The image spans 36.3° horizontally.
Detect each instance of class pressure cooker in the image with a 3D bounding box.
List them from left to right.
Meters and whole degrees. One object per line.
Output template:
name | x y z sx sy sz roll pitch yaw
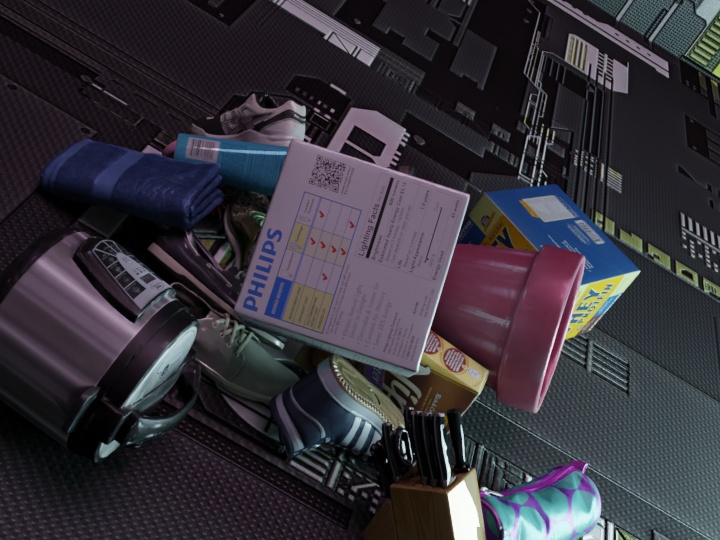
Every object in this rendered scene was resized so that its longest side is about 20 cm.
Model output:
pressure cooker | -0.245 0.078 1.029 0.199 0.179 0.176 36 63 4

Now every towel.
towel | -0.270 -0.107 1.303 0.198 0.049 0.112 15 31 12

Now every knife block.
knife block | 0.087 0.237 1.104 0.200 0.176 0.064 44 35 16

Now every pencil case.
pencil case | 0.183 0.273 1.221 0.085 0.093 0.199 11 10 43

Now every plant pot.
plant pot | 0.161 0.051 1.341 0.178 0.201 0.200 18 30 14

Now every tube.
tube | -0.133 -0.129 1.370 0.198 0.078 0.050 10 8 -4

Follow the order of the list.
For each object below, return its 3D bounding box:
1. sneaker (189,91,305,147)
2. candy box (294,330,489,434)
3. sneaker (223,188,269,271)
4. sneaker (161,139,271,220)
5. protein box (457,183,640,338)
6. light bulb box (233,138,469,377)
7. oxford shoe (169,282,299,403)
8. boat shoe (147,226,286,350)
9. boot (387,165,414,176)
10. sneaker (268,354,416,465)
sneaker | -0.147 -0.200 1.492 0.199 0.088 0.075 12 0 36
candy box | 0.036 0.111 1.281 0.199 0.117 0.057 34 33 1
sneaker | -0.116 -0.040 1.356 0.076 0.089 0.201 15 46 -31
sneaker | -0.169 -0.103 1.446 0.199 0.079 0.096 12 60 -29
protein box | 0.264 -0.009 1.622 0.199 0.135 0.199 -11 53 -48
light bulb box | -0.009 -0.009 1.177 0.198 0.200 0.125 18 -9 0
oxford shoe | -0.150 0.080 1.215 0.199 0.058 0.075 33 30 -3
boat shoe | -0.155 0.014 1.269 0.199 0.063 0.073 37 -12 12
boot | -0.010 -0.116 1.564 0.173 0.200 0.070 5 75 5
sneaker | -0.020 0.176 1.205 0.200 0.108 0.070 48 15 -40
